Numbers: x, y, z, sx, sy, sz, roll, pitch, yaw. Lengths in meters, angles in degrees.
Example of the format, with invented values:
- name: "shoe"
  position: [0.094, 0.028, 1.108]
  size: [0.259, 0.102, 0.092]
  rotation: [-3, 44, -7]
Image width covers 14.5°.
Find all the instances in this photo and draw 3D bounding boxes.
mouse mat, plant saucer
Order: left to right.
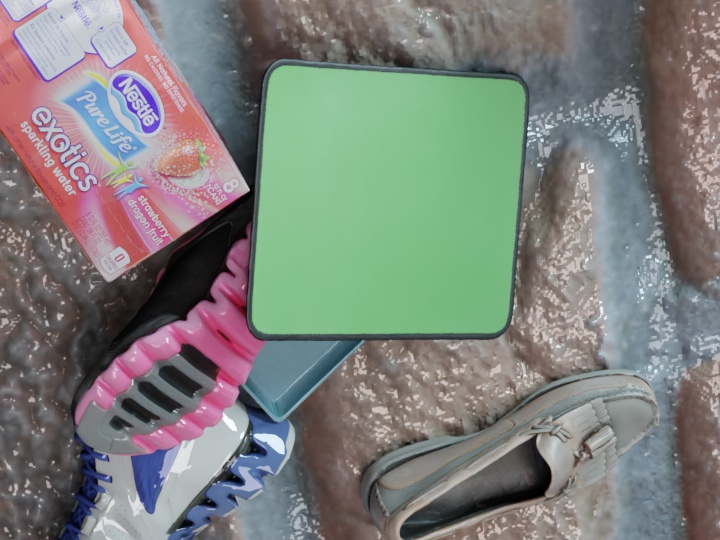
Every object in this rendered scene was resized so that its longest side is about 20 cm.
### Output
- name: "plant saucer"
  position: [0.000, 0.000, 1.704]
  size: [0.200, 0.019, 0.070]
  rotation: [-44, 117, -3]
- name: "mouse mat"
  position: [0.018, -0.039, 1.651]
  size: [0.199, 0.008, 0.162]
  rotation: [1, 96, -36]

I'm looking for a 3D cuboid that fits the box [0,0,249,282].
- name: "box"
  position: [-0.159, -0.110, 1.586]
  size: [0.102, 0.095, 0.200]
  rotation: [-33, 118, 2]

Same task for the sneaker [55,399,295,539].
- name: "sneaker"
  position: [-0.148, 0.127, 1.712]
  size: [0.199, 0.081, 0.115]
  rotation: [-44, 113, 0]

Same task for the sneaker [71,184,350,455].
- name: "sneaker"
  position: [-0.097, 0.024, 1.659]
  size: [0.200, 0.095, 0.079]
  rotation: [-44, 125, -7]

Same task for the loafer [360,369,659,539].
- name: "loafer"
  position: [0.100, 0.125, 1.775]
  size: [0.199, 0.063, 0.072]
  rotation: [-20, 118, -4]
